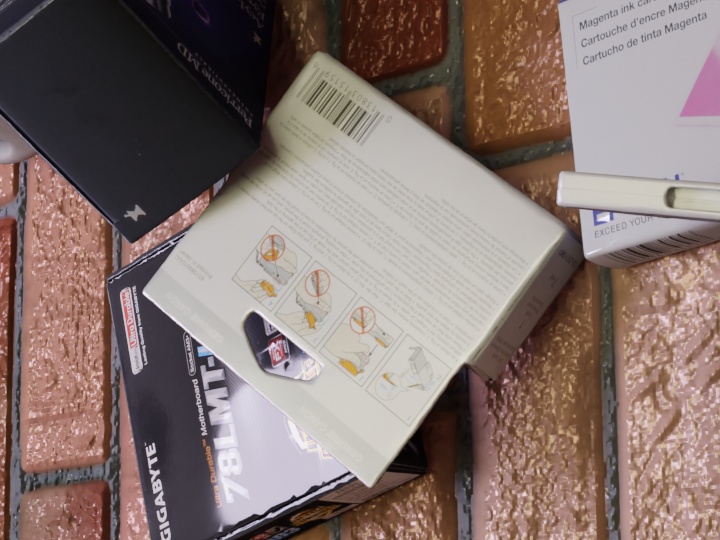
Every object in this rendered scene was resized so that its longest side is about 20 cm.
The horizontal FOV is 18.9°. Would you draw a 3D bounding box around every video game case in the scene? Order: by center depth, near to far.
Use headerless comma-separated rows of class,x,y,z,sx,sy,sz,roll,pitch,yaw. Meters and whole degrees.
video game case,0.205,-0.026,0.969,0.198,0.143,0.018,6,92,29

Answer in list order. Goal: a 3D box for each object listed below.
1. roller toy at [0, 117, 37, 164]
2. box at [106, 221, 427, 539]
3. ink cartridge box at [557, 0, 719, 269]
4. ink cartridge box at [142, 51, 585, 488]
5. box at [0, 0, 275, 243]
roller toy,-0.251,-0.173,1.459,0.182,0.139,0.201,-41,47,28
box,-0.061,0.059,1.299,0.198,0.049,0.202,-27,63,35
ink cartridge box,0.190,-0.121,1.104,0.195,0.043,0.202,-19,71,40
ink cartridge box,0.000,0.000,1.204,0.200,0.044,0.174,38,93,30
box,-0.136,-0.139,1.275,0.104,0.148,0.201,-34,27,20
